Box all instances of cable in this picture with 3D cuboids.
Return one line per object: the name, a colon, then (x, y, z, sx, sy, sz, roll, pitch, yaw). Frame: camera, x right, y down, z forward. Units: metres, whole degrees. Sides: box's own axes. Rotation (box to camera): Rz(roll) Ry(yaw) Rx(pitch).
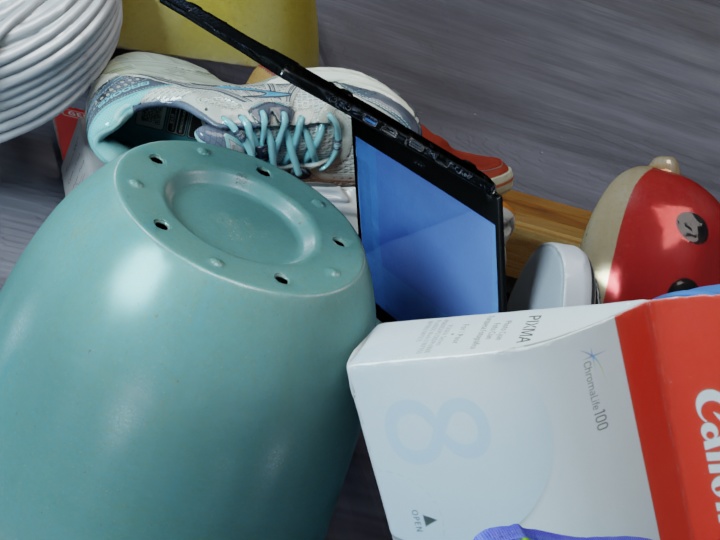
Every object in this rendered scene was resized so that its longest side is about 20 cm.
cable: (-0.234, -0.147, 1.076, 0.199, 0.070, 0.200, 25, 50, 39)

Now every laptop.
laptop: (-0.014, -0.034, 0.907, 0.199, 0.104, 0.177, 27, 5, -30)

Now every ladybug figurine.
ladybug figurine: (0.179, 0.035, 1.052, 0.072, 0.202, 0.135, 1, 2, 44)

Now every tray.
tray: (0.121, -0.020, 1.187, 0.199, 0.037, 0.098, 19, 18, 41)

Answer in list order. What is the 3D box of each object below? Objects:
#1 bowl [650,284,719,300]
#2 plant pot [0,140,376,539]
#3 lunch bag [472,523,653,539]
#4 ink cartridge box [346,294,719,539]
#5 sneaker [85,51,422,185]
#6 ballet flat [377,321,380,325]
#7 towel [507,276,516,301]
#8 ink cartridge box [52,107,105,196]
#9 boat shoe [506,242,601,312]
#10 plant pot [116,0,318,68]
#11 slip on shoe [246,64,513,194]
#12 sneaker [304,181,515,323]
bowl: (0.167, 0.107, 0.905, 0.039, 0.202, 0.201, 8, 32, -32)
plant pot: (-0.082, 0.038, 0.866, 0.199, 0.162, 0.201, 20, 28, -11)
lunch bag: (0.121, 0.200, 0.706, 0.170, 0.127, 0.200, 50, -1, 43)
ink cartridge box: (0.106, 0.096, 0.805, 0.198, 0.161, 0.047, -5, 22, 24)
sneaker: (-0.063, -0.071, 1.049, 0.198, 0.078, 0.086, 4, 25, 1)
ballet flat: (-0.079, 0.024, 1.008, 0.199, 0.070, 0.070, 24, 27, -4)
towel: (0.124, 0.047, 1.170, 0.144, 0.023, 0.199, 40, 29, 29)
ink cartridge box: (-0.090, -0.056, 1.148, 0.198, 0.045, 0.177, 12, 32, -24)
boat shoe: (0.106, 0.087, 0.897, 0.067, 0.202, 0.074, 2, 3, -19)
plant pot: (-0.116, -0.215, 1.217, 0.198, 0.143, 0.200, 9, 7, -1)
slip on shoe: (0.012, -0.085, 1.166, 0.198, 0.062, 0.074, 14, 6, -21)
sneaker: (0.000, 0.000, 1.056, 0.198, 0.093, 0.076, 3, -6, -20)
